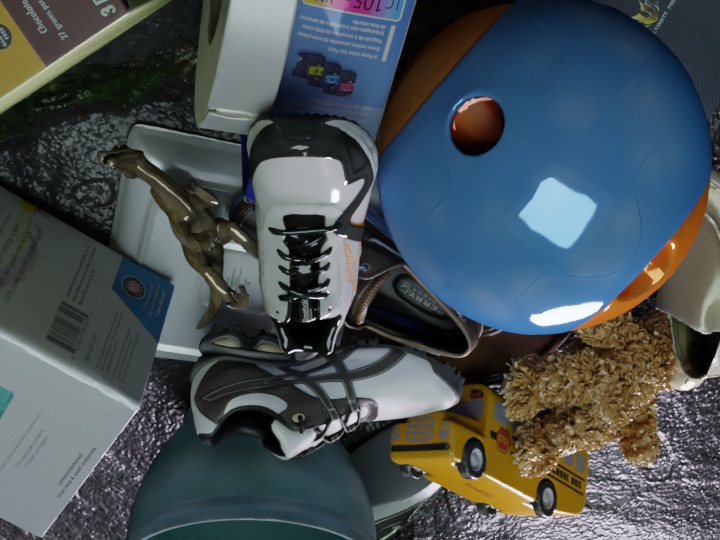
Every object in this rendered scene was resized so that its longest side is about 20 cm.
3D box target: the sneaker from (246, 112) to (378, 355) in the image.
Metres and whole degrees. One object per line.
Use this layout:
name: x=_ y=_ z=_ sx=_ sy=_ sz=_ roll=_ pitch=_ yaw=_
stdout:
sneaker: x=-0.026 y=-0.017 z=0.723 sx=0.073 sy=0.081 sz=0.200 roll=2 pitch=151 yaw=4

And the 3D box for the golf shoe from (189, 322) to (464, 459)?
golf shoe: x=-0.025 y=0.099 z=0.902 sx=0.198 sy=0.095 sz=0.078 roll=3 pitch=143 yaw=3

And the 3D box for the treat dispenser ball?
treat dispenser ball: x=0.108 y=-0.063 z=0.753 sx=0.199 sy=0.202 sz=0.202 roll=-4 pitch=126 yaw=-5

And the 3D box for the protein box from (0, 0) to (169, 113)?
protein box: x=-0.217 y=-0.158 z=0.685 sx=0.199 sy=0.199 sz=0.135 roll=-30 pitch=104 yaw=13

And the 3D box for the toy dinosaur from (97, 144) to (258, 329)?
toy dinosaur: x=-0.105 y=-0.019 z=0.857 sx=0.058 sy=0.101 sz=0.201 roll=-46 pitch=142 yaw=-19

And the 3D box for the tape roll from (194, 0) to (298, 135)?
tape roll: x=-0.062 y=-0.178 z=0.708 sx=0.037 sy=0.203 sz=0.204 roll=7 pitch=124 yaw=-13

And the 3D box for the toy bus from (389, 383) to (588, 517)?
toy bus: x=0.107 y=0.148 z=1.003 sx=0.065 sy=0.079 sz=0.200 roll=-8 pitch=152 yaw=39

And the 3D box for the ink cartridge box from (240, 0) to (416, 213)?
ink cartridge box: x=-0.028 y=-0.129 z=0.787 sx=0.076 sy=0.137 sz=0.201 roll=8 pitch=124 yaw=-12

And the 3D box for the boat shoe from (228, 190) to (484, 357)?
boat shoe: x=0.000 y=0.000 z=0.874 sx=0.199 sy=0.073 sz=0.073 roll=22 pitch=115 yaw=-8

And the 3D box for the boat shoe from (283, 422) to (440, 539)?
boat shoe: x=0.009 y=0.197 z=1.072 sx=0.199 sy=0.071 sz=0.064 roll=-33 pitch=137 yaw=15

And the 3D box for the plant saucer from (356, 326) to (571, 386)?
plant saucer: x=0.093 y=0.022 z=0.965 sx=0.198 sy=0.035 sz=0.202 roll=-8 pitch=128 yaw=-10

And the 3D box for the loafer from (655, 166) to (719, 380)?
loafer: x=0.246 y=0.007 z=0.895 sx=0.068 sy=0.076 sz=0.201 roll=-37 pitch=125 yaw=-15

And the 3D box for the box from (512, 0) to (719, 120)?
box: x=0.167 y=-0.134 z=0.863 sx=0.157 sy=0.051 sz=0.201 roll=18 pitch=121 yaw=-18

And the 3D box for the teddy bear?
teddy bear: x=0.197 y=0.089 z=0.973 sx=0.198 sy=0.067 sz=0.146 roll=-5 pitch=98 yaw=-22

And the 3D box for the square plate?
square plate: x=-0.092 y=-0.001 z=0.937 sx=0.196 sy=0.029 sz=0.201 roll=10 pitch=123 yaw=-14

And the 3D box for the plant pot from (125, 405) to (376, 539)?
plant pot: x=-0.083 y=0.175 z=0.982 sx=0.198 sy=0.135 sz=0.201 roll=0 pitch=145 yaw=0

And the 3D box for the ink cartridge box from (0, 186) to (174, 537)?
ink cartridge box: x=-0.257 y=0.048 z=0.859 sx=0.199 sy=0.147 sz=0.146 roll=31 pitch=118 yaw=-16
